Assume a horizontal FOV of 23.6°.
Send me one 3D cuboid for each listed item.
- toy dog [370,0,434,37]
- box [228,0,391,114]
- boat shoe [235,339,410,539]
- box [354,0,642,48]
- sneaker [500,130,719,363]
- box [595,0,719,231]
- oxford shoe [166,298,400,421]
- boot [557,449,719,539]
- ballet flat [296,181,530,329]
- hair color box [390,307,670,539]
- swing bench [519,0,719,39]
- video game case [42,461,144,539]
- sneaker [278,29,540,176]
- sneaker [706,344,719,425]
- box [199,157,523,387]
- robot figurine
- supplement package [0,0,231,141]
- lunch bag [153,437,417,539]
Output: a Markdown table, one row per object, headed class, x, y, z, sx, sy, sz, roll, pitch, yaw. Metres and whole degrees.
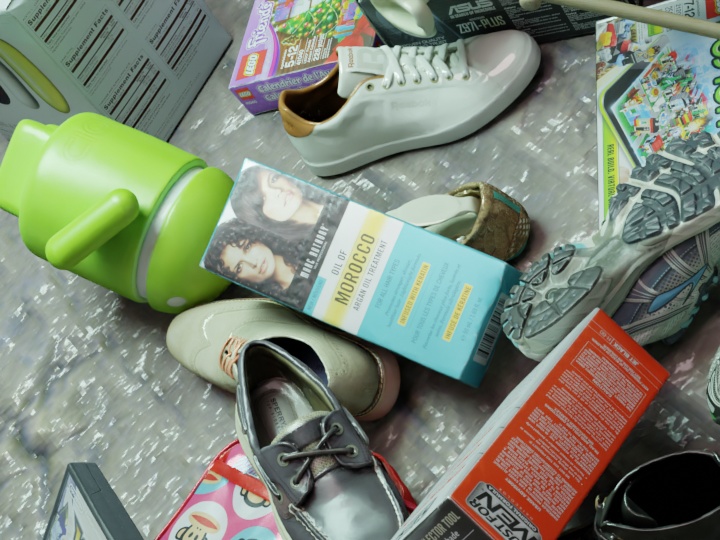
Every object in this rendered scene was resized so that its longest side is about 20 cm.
| class | x | y | z | sx | sy | sz | roll | pitch | yaw |
| --- | --- | --- | --- | --- | --- | --- | --- | --- | --- |
| toy dog | 0.058 | -0.281 | 1.224 | 0.200 | 0.140 | 0.194 | -45 | 9 | -2 |
| box | -0.021 | -0.226 | 1.402 | 0.136 | 0.039 | 0.201 | -10 | 51 | 32 |
| boat shoe | -0.029 | 0.111 | 1.018 | 0.072 | 0.065 | 0.200 | -26 | 38 | -9 |
| box | 0.113 | -0.256 | 1.305 | 0.199 | 0.086 | 0.164 | -7 | 53 | 30 |
| sneaker | 0.183 | -0.006 | 1.058 | 0.200 | 0.086 | 0.078 | -38 | 33 | 9 |
| box | 0.213 | -0.099 | 1.148 | 0.110 | 0.035 | 0.201 | -15 | 49 | 24 |
| oxford shoe | -0.069 | 0.054 | 1.174 | 0.199 | 0.074 | 0.071 | 8 | 89 | 39 |
| boot | 0.123 | 0.153 | 0.922 | 0.200 | 0.138 | 0.078 | -31 | 61 | 11 |
| ballet flat | 0.017 | -0.015 | 1.190 | 0.199 | 0.065 | 0.071 | -23 | 47 | 17 |
| hair color box | 0.088 | 0.113 | 0.953 | 0.200 | 0.061 | 0.102 | -43 | -6 | -48 |
| swing bench | 0.223 | -0.256 | 1.136 | 0.198 | 0.130 | 0.200 | 14 | 43 | 4 |
| video game case | -0.162 | 0.249 | 1.057 | 0.200 | 0.025 | 0.181 | 47 | 123 | 46 |
| sneaker | 0.032 | -0.136 | 1.266 | 0.199 | 0.085 | 0.073 | -23 | 44 | 15 |
| sneaker | 0.250 | 0.005 | 1.004 | 0.078 | 0.085 | 0.201 | 11 | 64 | 39 |
| box | 0.000 | 0.000 | 1.130 | 0.199 | 0.049 | 0.083 | 22 | 88 | 22 |
| robot figurine | -0.169 | -0.042 | 1.270 | 0.199 | 0.175 | 0.116 | 24 | 94 | 12 |
| supplement package | -0.257 | -0.211 | 1.437 | 0.191 | 0.200 | 0.147 | 12 | 63 | 40 |
| lunch bag | -0.032 | 0.187 | 1.057 | 0.200 | 0.082 | 0.176 | 19 | 64 | 42 |
